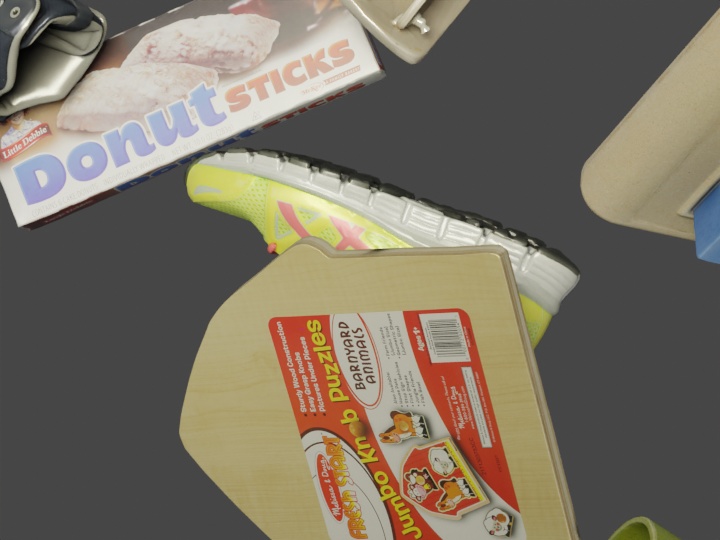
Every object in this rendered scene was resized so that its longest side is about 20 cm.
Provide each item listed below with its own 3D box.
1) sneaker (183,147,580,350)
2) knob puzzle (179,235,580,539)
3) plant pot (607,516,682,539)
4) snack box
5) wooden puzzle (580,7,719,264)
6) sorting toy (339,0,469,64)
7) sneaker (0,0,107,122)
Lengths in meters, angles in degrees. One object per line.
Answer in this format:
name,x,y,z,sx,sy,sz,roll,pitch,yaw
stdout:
sneaker,0.000,0.000,1.301,0.200,0.078,0.090,22,96,11
knob puzzle,0.003,0.071,1.285,0.219,0.030,0.220,13,121,22
plant pot,0.179,0.239,1.219,0.200,0.187,0.187,25,90,-5
snack box,-0.092,-0.092,1.346,0.200,0.024,0.072,-23,82,6
wooden puzzle,0.223,-0.044,1.190,0.200,0.185,0.046,16,56,-17
sorting toy,0.025,-0.235,1.273,0.180,0.107,0.200,40,104,-3
sneaker,-0.183,-0.173,1.321,0.146,0.077,0.203,17,98,32
